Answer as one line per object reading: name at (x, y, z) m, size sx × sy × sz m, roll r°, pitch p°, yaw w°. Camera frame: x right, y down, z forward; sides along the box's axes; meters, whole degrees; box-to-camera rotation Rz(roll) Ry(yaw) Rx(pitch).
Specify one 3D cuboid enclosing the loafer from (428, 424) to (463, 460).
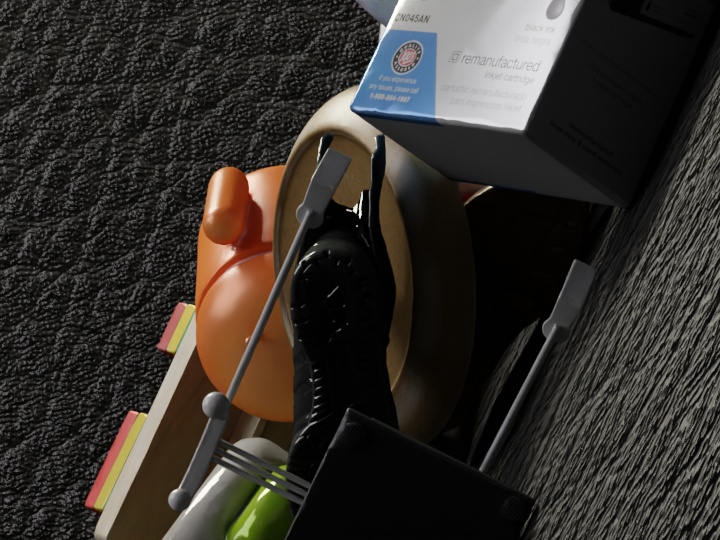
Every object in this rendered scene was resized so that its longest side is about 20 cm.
loafer at (0.039, 0.088, 1.774) m, size 0.200 × 0.063 × 0.072 m, roll -54°, pitch -27°, yaw -76°

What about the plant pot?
plant pot at (0.000, 0.000, 1.611) m, size 0.200 × 0.027 × 0.201 m, roll 18°, pitch 110°, yaw 59°

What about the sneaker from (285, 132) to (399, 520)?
sneaker at (-0.007, 0.037, 1.529) m, size 0.104 × 0.060 × 0.201 m, roll -76°, pitch -15°, yaw -70°

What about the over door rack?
over door rack at (0.005, 0.062, 1.443) m, size 0.067 × 0.147 × 0.201 m, roll -66°, pitch 1°, yaw -69°

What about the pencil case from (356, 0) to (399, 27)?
pencil case at (0.070, -0.209, 1.605) m, size 0.200 × 0.083 × 0.091 m, roll -51°, pitch -37°, yaw 10°

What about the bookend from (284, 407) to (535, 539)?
bookend at (-0.003, 0.152, 1.371) m, size 0.199 × 0.092 × 0.201 m, roll -73°, pitch 9°, yaw -80°

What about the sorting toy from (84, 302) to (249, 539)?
sorting toy at (-0.069, 0.122, 1.952) m, size 0.069 × 0.198 × 0.201 m, roll 9°, pitch 71°, yaw 54°

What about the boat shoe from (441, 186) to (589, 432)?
boat shoe at (0.068, 0.003, 1.610) m, size 0.200 × 0.072 × 0.068 m, roll -59°, pitch -1°, yaw 44°

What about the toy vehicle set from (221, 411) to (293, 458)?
toy vehicle set at (0.004, 0.062, 1.928) m, size 0.026 × 0.124 × 0.201 m, roll 4°, pitch 67°, yaw 61°

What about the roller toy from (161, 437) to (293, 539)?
roller toy at (-0.059, 0.200, 1.640) m, size 0.183 × 0.139 × 0.200 m, roll -54°, pitch -1°, yaw -2°

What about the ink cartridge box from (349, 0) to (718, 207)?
ink cartridge box at (0.101, -0.144, 1.476) m, size 0.144 × 0.084 × 0.201 m, roll 10°, pitch 72°, yaw 52°

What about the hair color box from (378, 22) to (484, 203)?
hair color box at (0.069, -0.117, 1.669) m, size 0.064 × 0.110 × 0.201 m, roll 38°, pitch -130°, yaw -50°

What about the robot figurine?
robot figurine at (-0.042, 0.015, 1.797) m, size 0.200 × 0.116 × 0.145 m, roll -92°, pitch 7°, yaw -58°
